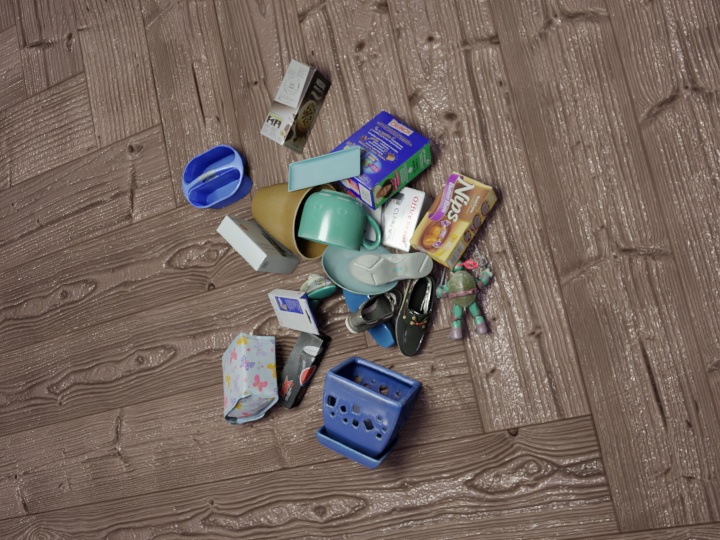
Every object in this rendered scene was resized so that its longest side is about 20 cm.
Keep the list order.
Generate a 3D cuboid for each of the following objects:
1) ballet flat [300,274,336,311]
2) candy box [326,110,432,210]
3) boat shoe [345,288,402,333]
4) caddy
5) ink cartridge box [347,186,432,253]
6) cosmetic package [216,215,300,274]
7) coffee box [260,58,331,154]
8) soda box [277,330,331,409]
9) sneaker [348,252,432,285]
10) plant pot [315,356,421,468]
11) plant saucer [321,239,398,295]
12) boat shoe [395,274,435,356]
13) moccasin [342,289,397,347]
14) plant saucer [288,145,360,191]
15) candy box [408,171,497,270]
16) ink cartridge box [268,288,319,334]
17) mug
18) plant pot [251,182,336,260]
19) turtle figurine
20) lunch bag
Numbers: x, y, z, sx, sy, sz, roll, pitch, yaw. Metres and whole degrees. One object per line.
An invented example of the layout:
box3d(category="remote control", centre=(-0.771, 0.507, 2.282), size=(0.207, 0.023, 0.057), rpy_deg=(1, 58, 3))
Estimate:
box3d(category="ballet flat", centre=(-0.118, 0.049, 1.477), size=(0.074, 0.071, 0.200), rpy_deg=(61, 145, 12))
box3d(category="candy box", centre=(0.045, -0.264, 1.402), size=(0.199, 0.078, 0.168), rpy_deg=(-40, 58, -17))
box3d(category="boat shoe", centre=(0.047, 0.089, 1.389), size=(0.057, 0.198, 0.068), rpy_deg=(-39, 82, 45))
box3d(category="caddy", centre=(-0.390, -0.250, 1.603), size=(0.195, 0.105, 0.146), rpy_deg=(-22, 80, 18))
box3d(category="ink cartridge box", centre=(0.062, -0.139, 1.449), size=(0.195, 0.083, 0.149), rpy_deg=(18, 94, 19))
box3d(category="cosmetic package", centre=(-0.253, -0.062, 1.499), size=(0.150, 0.199, 0.052), rpy_deg=(41, 99, 15))
box3d(category="coffee box", centre=(-0.165, -0.418, 1.525), size=(0.078, 0.113, 0.205), rpy_deg=(27, 98, 18))
box3d(category="soda box", centre=(-0.153, 0.249, 1.525), size=(0.070, 0.063, 0.205), rpy_deg=(29, 98, 18))
box3d(category="sneaker", centre=(0.070, -0.004, 1.385), size=(0.193, 0.080, 0.073), rpy_deg=(-2, 91, 2))
box3d(category="plant pot", centre=(0.013, 0.335, 1.396), size=(0.195, 0.199, 0.186), rpy_deg=(20, 100, 18))
box3d(category="plant saucer", centre=(0.000, 0.000, 1.433), size=(0.197, 0.201, 0.039), rpy_deg=(29, 133, 17))
box3d(category="boat shoe", centre=(0.130, 0.105, 1.410), size=(0.071, 0.063, 0.209), rpy_deg=(11, 93, -10))
box3d(category="moccasin", centre=(0.023, 0.099, 1.467), size=(0.080, 0.068, 0.204), rpy_deg=(-33, 82, 28))
box3d(category="plant saucer", centre=(-0.082, -0.231, 1.366), size=(0.194, 0.019, 0.072), rpy_deg=(-8, 73, 29))
box3d(category="candy box", centre=(0.213, -0.116, 1.368), size=(0.115, 0.056, 0.203), rpy_deg=(30, 84, 37))
box3d(category="ink cartridge box", centre=(-0.159, 0.100, 1.475), size=(0.198, 0.037, 0.097), rpy_deg=(6, 120, 56))
box3d(category="mug", centre=(-0.051, -0.116, 1.381), size=(0.149, 0.182, 0.118), rpy_deg=(13, 90, 44))
box3d(category="plant pot", centre=(-0.177, -0.147, 1.502), size=(0.196, 0.184, 0.192), rpy_deg=(19, 95, 34))
box3d(category="turtle figurine", centre=(0.235, 0.049, 1.378), size=(0.145, 0.100, 0.207), rpy_deg=(-9, 91, 20))
box3d(category="lunch bag", centre=(-0.289, 0.281, 1.517), size=(0.200, 0.124, 0.174), rpy_deg=(-45, 45, 43))
